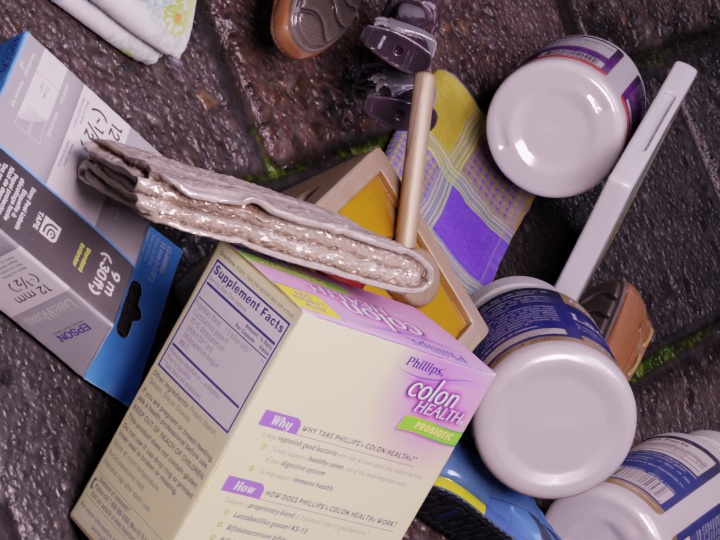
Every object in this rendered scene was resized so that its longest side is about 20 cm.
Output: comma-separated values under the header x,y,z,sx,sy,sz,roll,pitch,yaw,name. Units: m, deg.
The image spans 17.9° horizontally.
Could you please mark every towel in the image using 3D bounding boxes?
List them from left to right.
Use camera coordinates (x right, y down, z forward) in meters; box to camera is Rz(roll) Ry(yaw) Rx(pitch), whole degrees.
x,y,z,sx,sy,sz,roll,pitch,yaw,name
-0.184,-0.254,1.556,0.200,0.048,0.171,35,46,-35,towel
-0.066,-0.035,1.383,0.200,0.133,0.035,17,96,-29,towel
0.073,-0.059,1.792,0.144,0.023,0.200,53,38,-19,towel

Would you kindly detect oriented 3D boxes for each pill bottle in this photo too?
x,y,z,sx,sy,sz,roll,pitch,yaw,name
0.126,0.077,1.650,0.116,0.116,0.200,54,6,-17,pill bottle
0.173,-0.132,1.859,0.112,0.111,0.200,62,19,-6,pill bottle
0.231,0.191,1.779,0.200,0.111,0.111,-22,89,-54,pill bottle

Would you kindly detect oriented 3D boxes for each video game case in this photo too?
x,y,z,sx,sy,sz,roll,pitch,yaw,name
0.197,-0.046,1.810,0.023,0.200,0.182,28,42,7,video game case

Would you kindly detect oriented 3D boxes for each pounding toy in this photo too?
x,y,z,sx,sy,sz,roll,pitch,yaw,name
0.000,0.000,1.567,0.184,0.142,0.200,59,37,-11,pounding toy

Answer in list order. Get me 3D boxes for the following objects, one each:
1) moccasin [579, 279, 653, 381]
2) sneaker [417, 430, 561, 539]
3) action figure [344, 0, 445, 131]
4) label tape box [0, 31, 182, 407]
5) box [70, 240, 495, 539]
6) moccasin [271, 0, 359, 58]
x,y,z,sx,sy,sz,roll,pitch,yaw,name
0.178,0.100,1.791,0.078,0.074,0.201,50,44,-24,moccasin
0.114,0.182,1.671,0.200,0.066,0.079,43,49,-26,sneaker
0.032,-0.179,1.707,0.069,0.130,0.200,13,26,-4,action figure
-0.178,-0.030,1.427,0.200,0.066,0.143,41,43,-28,label tape box
-0.047,0.107,1.396,0.176,0.200,0.097,19,15,-44,box
-0.045,-0.230,1.689,0.074,0.078,0.202,50,32,-42,moccasin
